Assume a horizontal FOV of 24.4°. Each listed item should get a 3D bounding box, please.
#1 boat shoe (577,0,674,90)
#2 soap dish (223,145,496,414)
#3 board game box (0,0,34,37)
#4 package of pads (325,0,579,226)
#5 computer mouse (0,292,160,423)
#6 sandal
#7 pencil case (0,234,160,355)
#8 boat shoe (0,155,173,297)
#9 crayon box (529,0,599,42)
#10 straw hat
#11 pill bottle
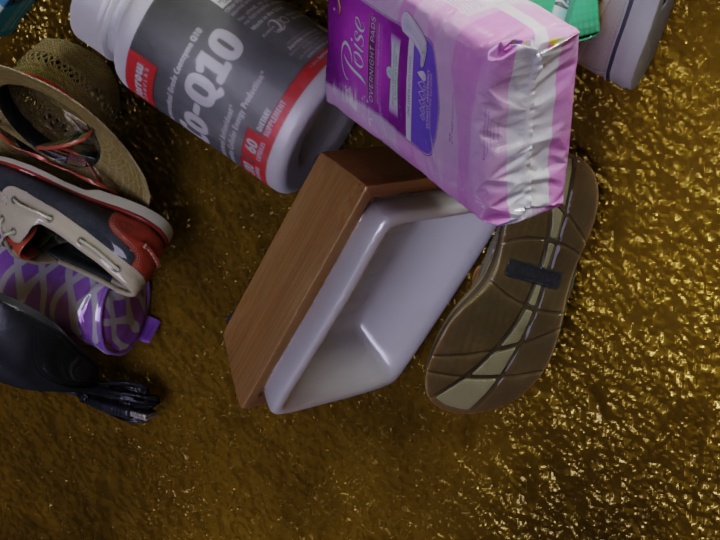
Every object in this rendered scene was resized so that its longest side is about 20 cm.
[{"bbox_3d":[0.173,-0.214,1.039,0.069,0.071,0.201,25,125,15],"label":"boat shoe"},{"bbox_3d":[0.000,0.000,1.164,0.081,0.157,0.201,46,124,26],"label":"soap dish"},{"bbox_3d":[-0.308,-0.301,1.280,0.200,0.047,0.151,49,123,4],"label":"board game box"},{"bbox_3d":[0.053,-0.126,1.029,0.200,0.075,0.122,43,138,47],"label":"package of pads"},{"bbox_3d":[-0.254,0.074,1.309,0.137,0.200,0.053,16,72,26],"label":"computer mouse"},{"bbox_3d":[0.107,0.009,1.162,0.080,0.054,0.202,20,103,-9],"label":"sandal"},{"bbox_3d":[-0.264,0.008,1.351,0.198,0.084,0.086,18,153,24],"label":"pencil case"},{"bbox_3d":[-0.242,-0.034,1.283,0.198,0.063,0.071,18,154,17],"label":"boat shoe"},{"bbox_3d":[0.087,-0.245,1.046,0.119,0.058,0.202,22,123,58],"label":"crayon box"},{"bbox_3d":[-0.230,-0.126,1.273,0.199,0.086,0.202,20,153,11],"label":"straw hat"},{"bbox_3d":[-0.101,-0.153,1.181,0.199,0.114,0.115,34,121,14],"label":"pill bottle"}]
